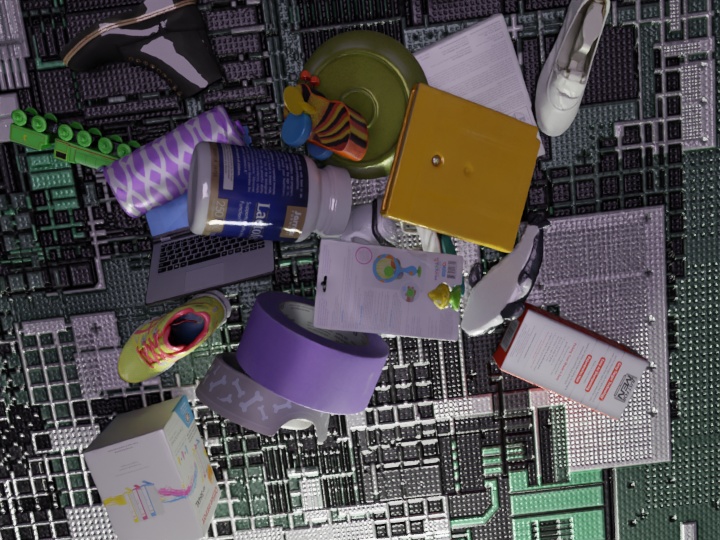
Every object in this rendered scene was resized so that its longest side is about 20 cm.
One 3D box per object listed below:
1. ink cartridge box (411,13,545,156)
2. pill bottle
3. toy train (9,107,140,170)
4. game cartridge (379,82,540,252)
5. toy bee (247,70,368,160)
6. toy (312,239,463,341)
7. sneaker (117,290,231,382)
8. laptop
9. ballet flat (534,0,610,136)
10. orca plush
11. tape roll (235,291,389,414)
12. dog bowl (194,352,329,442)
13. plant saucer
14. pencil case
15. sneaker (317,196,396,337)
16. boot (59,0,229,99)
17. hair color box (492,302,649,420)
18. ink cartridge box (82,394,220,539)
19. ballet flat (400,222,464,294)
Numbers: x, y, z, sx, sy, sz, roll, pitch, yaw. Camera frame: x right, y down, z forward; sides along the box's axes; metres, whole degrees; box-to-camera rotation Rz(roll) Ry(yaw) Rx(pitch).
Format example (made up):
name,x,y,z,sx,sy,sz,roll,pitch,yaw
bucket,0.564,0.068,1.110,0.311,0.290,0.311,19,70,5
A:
name,x,y,z,sx,sy,sz,roll,pitch,yaw
ink cartridge box,0.154,-0.230,0.923,0.159,0.050,0.202,-23,109,4
pill bottle,-0.118,-0.097,0.845,0.197,0.116,0.118,3,101,-21
toy train,-0.402,-0.178,0.924,0.197,0.042,0.057,19,110,2
game cartridge,0.138,-0.133,0.879,0.197,0.032,0.179,15,92,-20
toy bee,-0.067,-0.207,0.848,0.197,0.131,0.111,15,89,21
toy,0.038,0.029,0.887,0.196,0.047,0.117,6,84,-6
sneaker,-0.284,0.101,0.956,0.199,0.090,0.078,-38,100,8
laptop,-0.226,-0.079,0.914,0.184,0.202,0.117,-14,134,3
ballet flat,0.292,-0.287,0.897,0.068,0.069,0.203,15,100,-3
orca plush,0.223,0.012,0.967,0.104,0.071,0.203,22,92,41
tape roll,-0.065,0.109,0.902,0.197,0.200,0.086,21,100,-4
dog bowl,-0.129,0.173,0.919,0.197,0.200,0.060,20,89,-4
plant saucer,-0.002,-0.223,0.898,0.196,0.031,0.203,5,110,13
pencil case,-0.248,-0.147,0.889,0.198,0.086,0.085,-28,95,-2
sneaker,0.000,0.000,0.948,0.113,0.075,0.204,-6,95,2
boot,-0.293,-0.281,0.897,0.198,0.078,0.140,-24,104,5
hair color box,0.311,0.133,0.976,0.197,0.061,0.103,24,100,-3
ink cartridge box,-0.299,0.317,0.977,0.123,0.129,0.203,-17,101,3
ballet flat,0.096,-0.051,0.937,0.068,0.070,0.203,-17,104,3
